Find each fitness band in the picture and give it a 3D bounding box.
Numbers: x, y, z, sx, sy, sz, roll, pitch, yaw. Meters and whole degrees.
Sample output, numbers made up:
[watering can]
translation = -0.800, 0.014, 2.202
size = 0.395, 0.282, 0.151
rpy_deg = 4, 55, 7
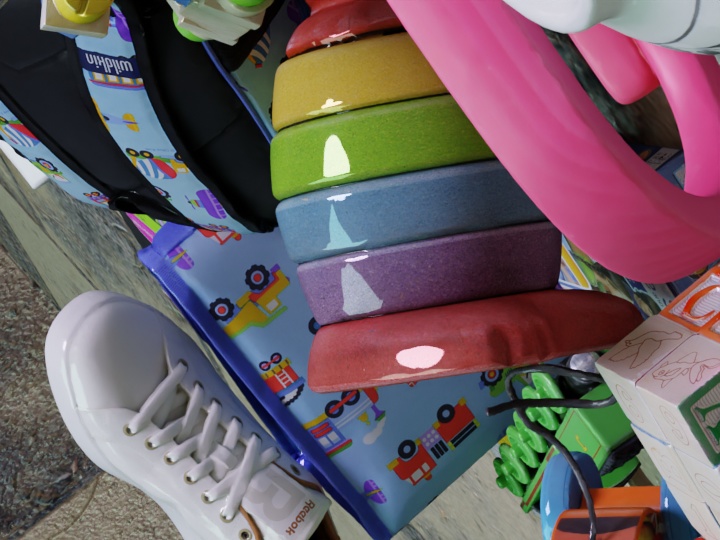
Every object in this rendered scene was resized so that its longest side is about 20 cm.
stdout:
[fitness band]
translation = 0.053, -0.087, 0.709
size = 0.200, 0.037, 0.144
rpy_deg = 54, -155, -5

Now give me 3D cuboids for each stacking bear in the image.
[stacking bear]
translation = 0.020, -0.062, 0.849
size = 0.121, 0.114, 0.200
rpy_deg = -6, -93, -59

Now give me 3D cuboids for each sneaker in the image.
[sneaker]
translation = -0.060, 0.085, 1.057
size = 0.085, 0.073, 0.200
rpy_deg = 5, 140, 48

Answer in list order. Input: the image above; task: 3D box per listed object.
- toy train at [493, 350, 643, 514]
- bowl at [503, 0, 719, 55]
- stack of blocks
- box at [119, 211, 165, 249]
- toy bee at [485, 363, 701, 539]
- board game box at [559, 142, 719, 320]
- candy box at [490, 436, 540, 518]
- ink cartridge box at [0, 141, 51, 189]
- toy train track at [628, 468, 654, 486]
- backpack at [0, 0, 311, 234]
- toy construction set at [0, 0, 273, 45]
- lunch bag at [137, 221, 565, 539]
[toy train]
translation = 0.095, 0.079, 1.038
size = 0.056, 0.042, 0.200
rpy_deg = 53, 167, 13
[bowl]
translation = 0.065, -0.122, 0.596
size = 0.201, 0.094, 0.201
rpy_deg = 48, 168, 13
[stack of blocks]
translation = 0.163, 0.097, 0.840
size = 0.200, 0.115, 0.059
rpy_deg = 57, 167, -25
[box]
translation = -0.042, -0.039, 1.213
size = 0.200, 0.124, 0.149
rpy_deg = 35, 160, 51
[toy bee]
translation = 0.095, 0.119, 0.906
size = 0.200, 0.109, 0.131
rpy_deg = 22, 155, -40
[board game box]
translation = 0.140, 0.035, 0.940
size = 0.200, 0.034, 0.135
rpy_deg = 54, 169, -17
[candy box]
translation = 0.080, 0.074, 1.335
size = 0.200, 0.026, 0.102
rpy_deg = 56, 170, -21
[ink cartridge box]
translation = -0.141, -0.121, 1.116
size = 0.117, 0.067, 0.200
rpy_deg = 51, 128, -2
[toy train track]
translation = 0.150, 0.108, 1.070
size = 0.115, 0.033, 0.200
rpy_deg = 58, -179, -30
[backpack]
translation = -0.090, -0.110, 0.936
size = 0.182, 0.135, 0.200
rpy_deg = 9, 149, 35
[toy construction set]
translation = -0.047, -0.160, 0.766
size = 0.131, 0.200, 0.092
rpy_deg = 18, -176, -15
[lunch bag]
translation = 0.000, 0.000, 1.059
size = 0.094, 0.151, 0.200
rpy_deg = 38, 167, 50
